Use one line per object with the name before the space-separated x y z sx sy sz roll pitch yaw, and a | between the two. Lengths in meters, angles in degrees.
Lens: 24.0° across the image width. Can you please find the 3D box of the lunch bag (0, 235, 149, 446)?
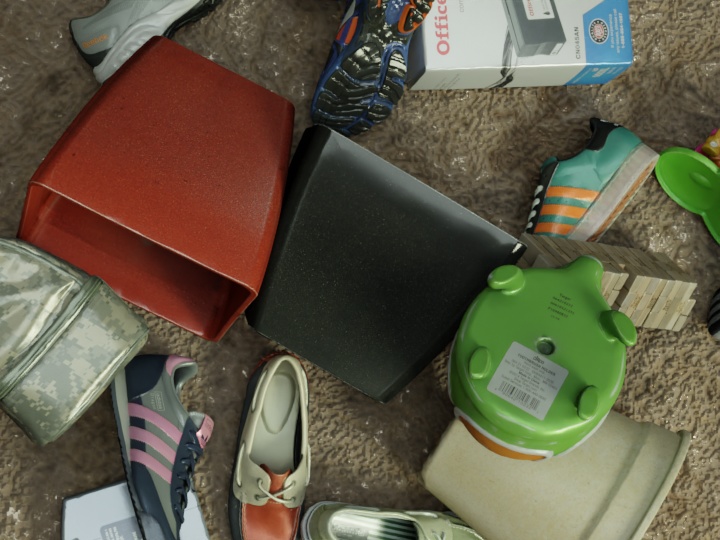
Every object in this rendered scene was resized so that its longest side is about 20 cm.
lunch bag | -0.283 0.040 1.395 0.168 0.200 0.139 44 81 -11

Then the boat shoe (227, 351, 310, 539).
boat shoe | -0.076 0.171 1.489 0.071 0.063 0.201 6 85 -12

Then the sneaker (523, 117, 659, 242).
sneaker | 0.184 -0.053 1.564 0.080 0.071 0.200 39 84 15

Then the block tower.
block tower | 0.214 0.011 1.514 0.199 0.058 0.054 6 119 -39

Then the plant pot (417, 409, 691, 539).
plant pot | 0.158 0.177 1.482 0.183 0.201 0.201 32 79 6

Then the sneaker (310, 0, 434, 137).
sneaker | 0.011 -0.208 1.516 0.075 0.079 0.201 19 116 -22

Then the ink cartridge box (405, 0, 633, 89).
ink cartridge box | 0.139 -0.247 1.560 0.199 0.084 0.146 -4 85 -11

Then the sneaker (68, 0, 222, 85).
sneaker | -0.173 -0.251 1.508 0.200 0.074 0.079 -42 88 -12

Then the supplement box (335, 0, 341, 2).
supplement box | -0.005 -0.384 1.462 0.134 0.200 0.200 30 59 -7

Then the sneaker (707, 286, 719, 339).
sneaker | 0.401 0.020 1.532 0.087 0.200 0.075 25 63 -13

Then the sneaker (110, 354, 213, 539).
sneaker | -0.161 0.157 1.437 0.082 0.070 0.201 -11 62 -6

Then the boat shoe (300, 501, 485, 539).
boat shoe | 0.045 0.245 1.494 0.199 0.062 0.072 11 82 -20

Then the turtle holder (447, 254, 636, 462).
turtle holder | 0.137 0.066 1.370 0.140 0.132 0.186 3 60 -7

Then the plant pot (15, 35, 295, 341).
plant pot | -0.160 -0.078 1.439 0.199 0.200 0.177 26 71 -7

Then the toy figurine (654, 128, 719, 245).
toy figurine | 0.408 -0.111 1.597 0.199 0.150 0.184 32 64 18

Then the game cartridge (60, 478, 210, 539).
game cartridge | -0.186 0.279 1.471 0.132 0.042 0.201 -16 88 -8

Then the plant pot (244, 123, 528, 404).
plant pot | 0.000 0.000 1.462 0.199 0.200 0.178 31 90 -7
